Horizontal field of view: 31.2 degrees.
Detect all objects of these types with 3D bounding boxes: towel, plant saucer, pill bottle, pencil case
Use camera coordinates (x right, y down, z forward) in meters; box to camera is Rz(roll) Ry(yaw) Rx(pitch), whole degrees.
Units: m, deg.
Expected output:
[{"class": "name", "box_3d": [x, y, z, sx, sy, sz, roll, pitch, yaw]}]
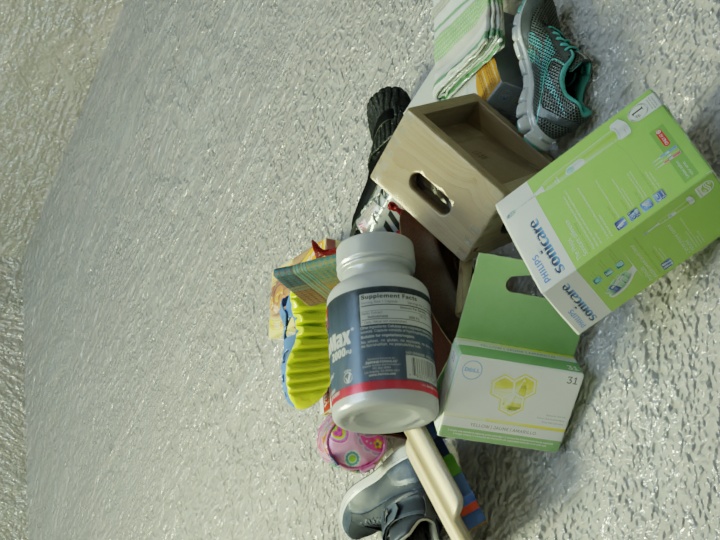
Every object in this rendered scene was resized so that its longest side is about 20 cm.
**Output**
[{"class": "towel", "box_3d": [0.000, 0.000, 1.688, 0.197, 0.147, 0.022, -13, 69, 13]}, {"class": "plant saucer", "box_3d": [0.110, 0.010, 1.564, 0.036, 0.200, 0.202, -26, 49, 17]}, {"class": "pill bottle", "box_3d": [0.022, 0.068, 1.423, 0.119, 0.118, 0.203, -38, 49, 52]}, {"class": "pencil case", "box_3d": [-0.014, 0.230, 1.734, 0.200, 0.086, 0.089, 137, 141, -81]}, {"class": "towel", "box_3d": [0.128, -0.333, 1.632, 0.149, 0.030, 0.203, -39, 45, 51]}]

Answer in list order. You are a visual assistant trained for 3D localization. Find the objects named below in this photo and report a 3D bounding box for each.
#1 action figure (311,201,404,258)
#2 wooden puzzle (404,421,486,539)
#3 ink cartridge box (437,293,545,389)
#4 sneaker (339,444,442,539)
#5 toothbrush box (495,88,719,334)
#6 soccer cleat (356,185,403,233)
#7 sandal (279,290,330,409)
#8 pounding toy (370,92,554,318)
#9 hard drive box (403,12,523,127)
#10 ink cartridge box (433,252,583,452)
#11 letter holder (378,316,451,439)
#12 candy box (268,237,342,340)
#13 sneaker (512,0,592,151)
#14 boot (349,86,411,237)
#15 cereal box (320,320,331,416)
[{"class": "action figure", "box_3d": [0.030, -0.047, 1.702, 0.099, 0.197, 0.066, 74, -174, -56]}, {"class": "wooden puzzle", "box_3d": [0.094, 0.231, 1.509, 0.186, 0.046, 0.201, 61, 174, 31]}, {"class": "ink cartridge box", "box_3d": [0.166, 0.098, 1.471, 0.202, 0.103, 0.060, -65, 30, 26]}, {"class": "sneaker", "box_3d": [0.037, 0.336, 1.667, 0.203, 0.076, 0.148, -52, 34, 40]}, {"class": "toothbrush box", "box_3d": [0.254, -0.059, 1.286, 0.199, 0.086, 0.146, -36, 41, 12]}, {"class": "soccer cleat", "box_3d": [0.036, -0.084, 1.758, 0.069, 0.084, 0.202, -108, 14, -45]}, {"class": "sandal", "box_3d": [-0.085, 0.106, 1.913, 0.087, 0.079, 0.203, 157, 119, -63]}, {"class": "pounding toy", "box_3d": [0.125, -0.080, 1.499, 0.200, 0.183, 0.143, 43, 124, 19]}, {"class": "hard drive box", "box_3d": [0.146, -0.213, 1.666, 0.201, 0.076, 0.157, -56, 33, 39]}, {"class": "ink cartridge box", "box_3d": [0.170, 0.092, 1.388, 0.048, 0.143, 0.202, -104, 26, -63]}, {"class": "letter holder", "box_3d": [0.052, 0.103, 1.655, 0.101, 0.141, 0.202, -41, 44, 51]}, {"class": "candy box", "box_3d": [-0.080, 0.035, 2.043, 0.199, 0.055, 0.117, -28, 57, 57]}, {"class": "sneaker", "box_3d": [0.235, -0.244, 1.524, 0.091, 0.077, 0.203, -20, 65, 42]}, {"class": "boot", "box_3d": [0.033, -0.142, 1.859, 0.159, 0.078, 0.212, -107, 36, -47]}, {"class": "cereal box", "box_3d": [-0.003, 0.117, 1.875, 0.200, 0.039, 0.146, -39, 46, 53]}]
